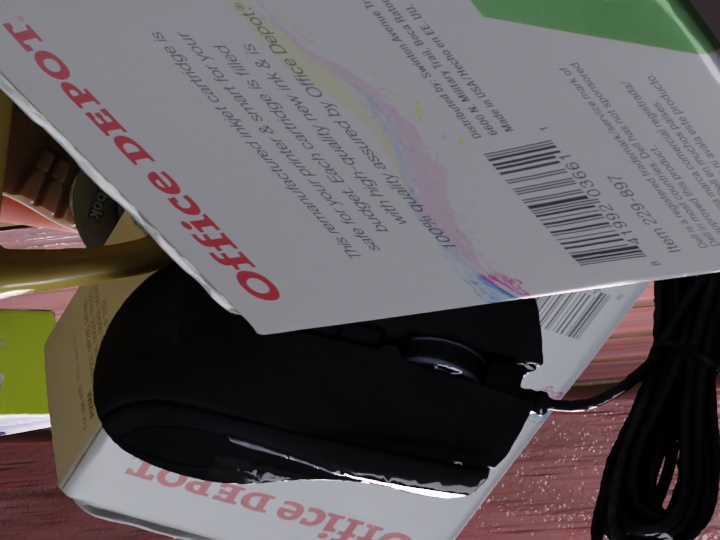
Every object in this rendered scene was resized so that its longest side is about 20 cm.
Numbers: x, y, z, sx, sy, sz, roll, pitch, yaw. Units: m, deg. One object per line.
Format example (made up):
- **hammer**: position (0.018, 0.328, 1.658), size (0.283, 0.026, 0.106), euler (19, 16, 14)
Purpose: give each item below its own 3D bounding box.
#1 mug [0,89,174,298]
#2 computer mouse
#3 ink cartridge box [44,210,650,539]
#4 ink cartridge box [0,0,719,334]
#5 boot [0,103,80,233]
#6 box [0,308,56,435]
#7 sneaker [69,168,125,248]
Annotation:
- **mug**: position (-0.153, -0.040, 0.752), size (0.186, 0.154, 0.149), euler (-5, 172, 15)
- **computer mouse**: position (0.017, 0.001, 0.734), size (0.199, 0.141, 0.046), euler (11, 157, 24)
- **ink cartridge box**: position (0.000, 0.000, 0.850), size (0.145, 0.083, 0.200), euler (19, 123, -27)
- **ink cartridge box**: position (0.014, -0.067, 0.628), size (0.199, 0.088, 0.145), euler (-11, 134, 41)
- **boot**: position (-0.153, -0.054, 1.004), size (0.199, 0.075, 0.107), euler (11, 170, -29)
- **box**: position (-0.202, 0.040, 0.931), size (0.121, 0.048, 0.200), euler (-7, 174, 29)
- **sneaker**: position (-0.015, -0.029, 0.949), size (0.199, 0.075, 0.087), euler (6, -176, -19)
